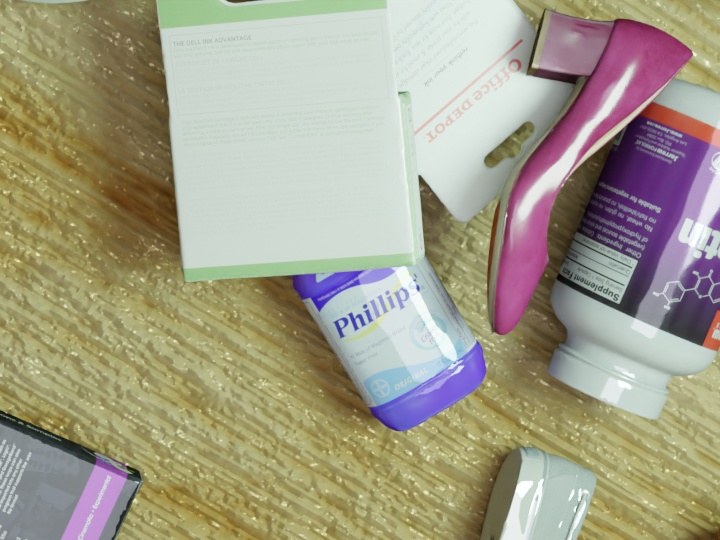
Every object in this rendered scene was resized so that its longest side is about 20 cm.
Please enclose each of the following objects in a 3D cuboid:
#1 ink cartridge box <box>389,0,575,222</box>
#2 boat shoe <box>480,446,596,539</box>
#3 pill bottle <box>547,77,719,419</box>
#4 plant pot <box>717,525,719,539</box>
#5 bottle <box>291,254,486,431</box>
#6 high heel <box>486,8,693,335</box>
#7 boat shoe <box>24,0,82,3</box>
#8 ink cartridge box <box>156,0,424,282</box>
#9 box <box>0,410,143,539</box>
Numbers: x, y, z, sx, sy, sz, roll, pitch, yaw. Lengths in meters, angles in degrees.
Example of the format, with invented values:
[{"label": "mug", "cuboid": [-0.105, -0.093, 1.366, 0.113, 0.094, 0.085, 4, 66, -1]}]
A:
[{"label": "ink cartridge box", "cuboid": [0.037, -0.142, 1.289, 0.115, 0.068, 0.200, -40, 101, 0]}, {"label": "boat shoe", "cuboid": [0.105, 0.217, 1.355, 0.068, 0.072, 0.202, 14, 87, -10]}, {"label": "pill bottle", "cuboid": [0.191, -0.013, 1.306, 0.112, 0.112, 0.201, 21, 95, -10]}, {"label": "plant pot", "cuboid": [0.303, 0.246, 1.331, 0.198, 0.200, 0.185, -6, 83, -7]}, {"label": "bottle", "cuboid": [0.000, 0.000, 1.305, 0.083, 0.065, 0.201, -30, 101, 3]}, {"label": "high heel", "cuboid": [0.134, -0.053, 1.246, 0.095, 0.067, 0.202, 13, 95, -1]}, {"label": "boat shoe", "cuboid": [-0.133, -0.213, 1.240, 0.200, 0.060, 0.073, -13, 67, 4]}, {"label": "ink cartridge box", "cuboid": [-0.043, -0.098, 1.234, 0.144, 0.048, 0.202, -4, 97, 11]}, {"label": "box", "cuboid": [-0.256, 0.153, 1.309, 0.199, 0.036, 0.144, 25, 93, -12]}]
